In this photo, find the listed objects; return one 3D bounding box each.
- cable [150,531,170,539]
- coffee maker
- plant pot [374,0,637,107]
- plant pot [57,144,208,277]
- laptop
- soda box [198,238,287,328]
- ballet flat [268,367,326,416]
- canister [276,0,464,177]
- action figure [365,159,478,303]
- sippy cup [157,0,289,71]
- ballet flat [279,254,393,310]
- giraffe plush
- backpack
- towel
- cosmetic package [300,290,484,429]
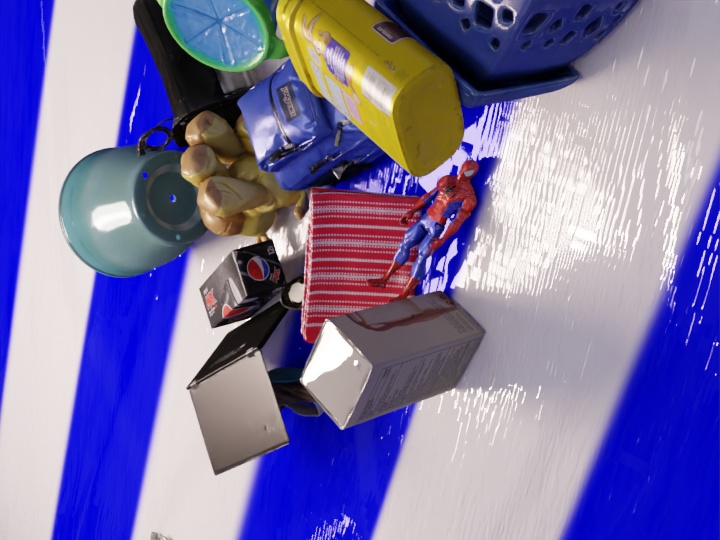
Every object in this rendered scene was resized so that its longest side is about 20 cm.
[{"bbox_3d":[-0.341,0.579,1.740,0.200,0.069,0.201,37,121,33],"label":"cable"},{"bbox_3d":[-0.245,-0.288,1.411,0.201,0.191,0.135,65,149,16],"label":"coffee maker"},{"bbox_3d":[0.145,-0.284,1.035,0.200,0.199,0.180,48,134,26],"label":"plant pot"},{"bbox_3d":[-0.313,-0.096,1.485,0.188,0.199,0.201,-7,93,53],"label":"plant pot"},{"bbox_3d":[-0.149,0.160,1.449,0.116,0.200,0.187,47,134,-14],"label":"laptop"},{"bbox_3d":[-0.169,0.023,1.437,0.200,0.063,0.071,-38,69,63],"label":"soda box"},{"bbox_3d":[-0.063,0.169,1.410,0.199,0.068,0.073,-12,109,45],"label":"ballet flat"},{"bbox_3d":[0.012,-0.203,1.049,0.200,0.086,0.149,46,168,33],"label":"canister"},{"bbox_3d":[0.081,-0.048,1.219,0.065,0.052,0.200,44,109,32],"label":"action figure"},{"bbox_3d":[-0.147,-0.329,1.203,0.139,0.131,0.178,-10,134,38],"label":"sippy cup"},{"bbox_3d":[-0.035,0.017,1.345,0.200,0.068,0.068,-26,82,43],"label":"ballet flat"},{"bbox_3d":[-0.159,-0.108,1.395,0.162,0.199,0.173,129,147,-55],"label":"giraffe plush"},{"bbox_3d":[-0.035,-0.196,1.243,0.199,0.168,0.163,-24,85,37],"label":"backpack"},{"bbox_3d":[0.000,0.000,1.283,0.144,0.022,0.201,5,105,2],"label":"towel"},{"bbox_3d":[0.039,0.100,1.195,0.087,0.199,0.104,44,125,29],"label":"cosmetic package"}]
